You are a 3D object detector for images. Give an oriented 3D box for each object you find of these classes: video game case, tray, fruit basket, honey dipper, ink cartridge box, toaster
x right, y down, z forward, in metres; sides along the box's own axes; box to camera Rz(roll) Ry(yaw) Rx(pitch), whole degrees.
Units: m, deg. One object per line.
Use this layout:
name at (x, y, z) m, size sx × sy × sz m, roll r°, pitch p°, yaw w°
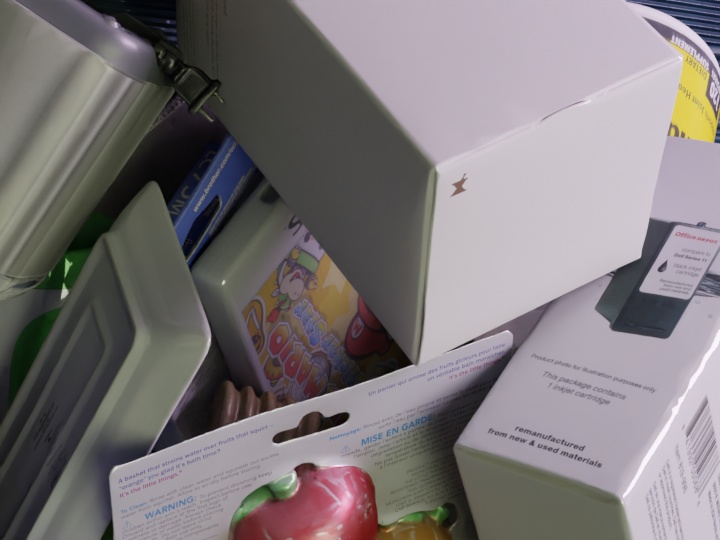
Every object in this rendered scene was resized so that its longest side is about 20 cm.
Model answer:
video game case at (0.000, 0.000, 1.021) m, size 0.182 × 0.023 × 0.201 m, roll -52°, pitch 149°, yaw -26°
tray at (-0.124, 0.068, 0.871) m, size 0.022 × 0.108 × 0.201 m, roll 14°, pitch 121°, yaw -31°
fruit basket at (-0.023, 0.123, 0.899) m, size 0.184 × 0.094 × 0.202 m, roll -18°, pitch 129°, yaw -21°
honey dipper at (0.026, 0.094, 0.969) m, size 0.198 × 0.038 × 0.038 m, roll 16°, pitch 101°, yaw -11°
ink cartridge box at (0.134, 0.061, 0.914) m, size 0.200 × 0.082 × 0.147 m, roll -52°, pitch 143°, yaw -32°
toaster at (-0.166, -0.075, 0.864) m, size 0.199 × 0.114 × 0.130 m, roll 34°, pitch 97°, yaw 3°
ink cartridge box at (-0.069, 0.028, 0.987) m, size 0.120 × 0.042 × 0.201 m, roll -59°, pitch 153°, yaw -27°

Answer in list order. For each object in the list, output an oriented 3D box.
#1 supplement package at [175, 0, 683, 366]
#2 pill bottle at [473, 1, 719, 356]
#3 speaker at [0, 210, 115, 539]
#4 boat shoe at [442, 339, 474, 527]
supplement package at (0.020, -0.085, 0.868) m, size 0.120 × 0.200 × 0.120 m, roll -24°, pitch 144°, yaw -22°
pill bottle at (0.113, -0.026, 1.046) m, size 0.112 × 0.111 × 0.202 m, roll 40°, pitch 52°, yaw -37°
speaker at (-0.151, 0.075, 0.985) m, size 0.088 × 0.088 × 0.202 m, roll -7°, pitch 112°, yaw -30°
boat shoe at (0.063, 0.085, 1.062) m, size 0.071 × 0.202 × 0.061 m, roll 15°, pitch 132°, yaw 1°
